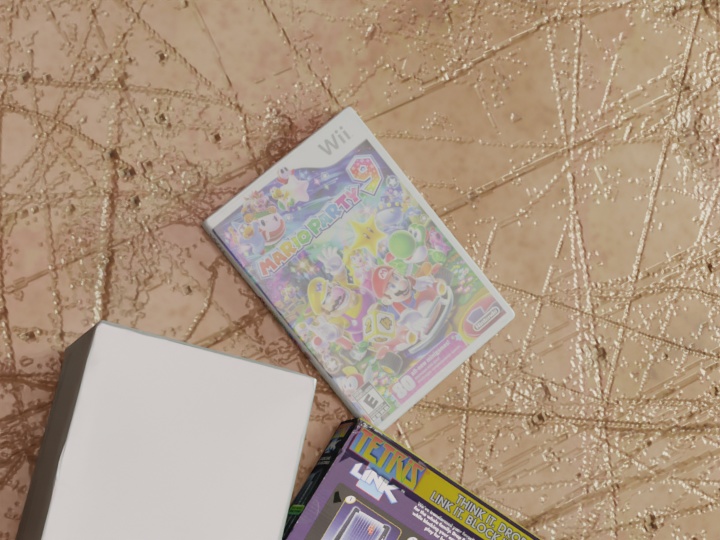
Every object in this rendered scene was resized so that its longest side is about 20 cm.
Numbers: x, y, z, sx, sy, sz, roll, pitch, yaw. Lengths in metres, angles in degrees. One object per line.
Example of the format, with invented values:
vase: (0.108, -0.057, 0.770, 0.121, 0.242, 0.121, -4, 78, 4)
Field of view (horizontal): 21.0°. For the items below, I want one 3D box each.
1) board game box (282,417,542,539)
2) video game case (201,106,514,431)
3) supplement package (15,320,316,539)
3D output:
board game box: (0.031, 0.227, 1.378, 0.200, 0.057, 0.165, 35, 73, -8)
video game case: (0.000, 0.000, 1.421, 0.143, 0.018, 0.200, -40, 93, -16)
supplement package: (-0.138, 0.149, 1.268, 0.147, 0.200, 0.191, 16, 79, -12)
